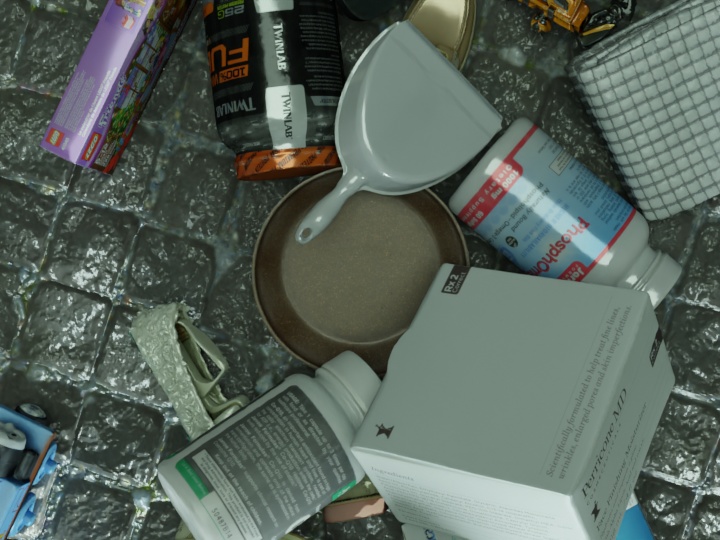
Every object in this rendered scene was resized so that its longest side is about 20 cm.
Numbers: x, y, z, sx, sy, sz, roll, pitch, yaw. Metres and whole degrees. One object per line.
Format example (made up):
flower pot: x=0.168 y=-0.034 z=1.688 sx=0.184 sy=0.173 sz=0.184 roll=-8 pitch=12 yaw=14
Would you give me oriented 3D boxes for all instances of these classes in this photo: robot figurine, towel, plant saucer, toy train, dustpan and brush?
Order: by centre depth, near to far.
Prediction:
dustpan and brush: x=0.014 y=-0.100 z=1.115 sx=0.140 sy=0.057 sz=0.200 roll=43 pitch=74 yaw=-17
towel: x=0.305 y=-0.160 z=1.138 sx=0.200 sy=0.086 sz=0.166 roll=-28 pitch=105 yaw=3
robot figurine: x=0.205 y=-0.305 z=1.147 sx=0.145 sy=0.058 sz=0.200 roll=35 pitch=107 yaw=21
toy train: x=-0.348 y=0.217 z=1.164 sx=0.087 sy=0.114 sz=0.200 roll=26 pitch=91 yaw=2
plant saucer: x=0.000 y=0.000 z=1.175 sx=0.200 sy=0.037 sz=0.201 roll=0 pitch=103 yaw=-1

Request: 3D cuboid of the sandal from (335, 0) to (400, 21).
sandal: x=0.059 y=-0.296 z=1.154 sx=0.200 sy=0.048 sz=0.075 roll=-47 pitch=114 yaw=-20

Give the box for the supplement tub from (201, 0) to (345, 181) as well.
supplement tub: x=-0.076 y=-0.187 z=1.151 sx=0.122 sy=0.123 sz=0.200 roll=-7 pitch=89 yaw=2

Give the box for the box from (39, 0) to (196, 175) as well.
box: x=-0.213 y=-0.187 z=1.150 sx=0.039 sy=0.137 sz=0.200 roll=26 pitch=91 yaw=3

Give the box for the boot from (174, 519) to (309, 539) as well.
boot: x=-0.098 y=0.307 z=1.138 sx=0.200 sy=0.073 sz=0.156 roll=19 pitch=67 yaw=16

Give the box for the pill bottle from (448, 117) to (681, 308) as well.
pill bottle: x=0.186 y=-0.036 z=1.146 sx=0.200 sy=0.109 sz=0.109 roll=40 pitch=91 yaw=2

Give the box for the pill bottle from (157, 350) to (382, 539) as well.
pill bottle: x=-0.067 y=0.162 z=1.111 sx=0.200 sy=0.113 sz=0.113 roll=-33 pitch=88 yaw=-16

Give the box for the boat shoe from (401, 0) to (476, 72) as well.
boat shoe: x=0.053 y=-0.182 z=1.172 sx=0.074 sy=0.069 sz=0.200 roll=23 pitch=91 yaw=2

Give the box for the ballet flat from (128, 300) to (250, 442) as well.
ballet flat: x=-0.143 y=0.116 z=1.174 sx=0.072 sy=0.072 sz=0.200 roll=-31 pitch=90 yaw=2

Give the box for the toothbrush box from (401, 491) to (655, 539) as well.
toothbrush box: x=0.159 y=0.259 z=1.133 sx=0.200 sy=0.085 sz=0.147 roll=-28 pitch=114 yaw=2

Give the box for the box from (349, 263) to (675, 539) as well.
box: x=0.132 y=0.118 z=1.064 sx=0.200 sy=0.131 sz=0.199 roll=9 pitch=56 yaw=32

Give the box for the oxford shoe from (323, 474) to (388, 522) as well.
oxford shoe: x=0.055 y=0.175 z=1.172 sx=0.200 sy=0.071 sz=0.074 roll=-15 pitch=84 yaw=1
